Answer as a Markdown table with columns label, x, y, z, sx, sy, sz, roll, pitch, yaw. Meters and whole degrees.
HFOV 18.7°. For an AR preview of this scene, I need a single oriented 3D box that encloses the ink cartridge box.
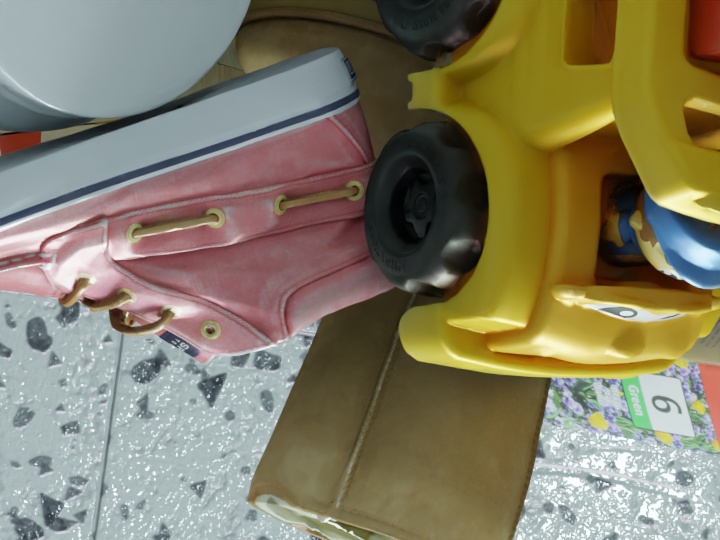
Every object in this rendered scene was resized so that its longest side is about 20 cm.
| label | x | y | z | sx | sy | sz | roll | pitch | yaw |
| --- | --- | --- | --- | --- | --- | --- | --- | --- | --- |
| ink cartridge box | 0.155 | 0.023 | 0.844 | 0.200 | 0.050 | 0.109 | 9 | -141 | 40 |

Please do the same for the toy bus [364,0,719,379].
| label | x | y | z | sx | sy | sz | roll | pitch | yaw |
| --- | --- | --- | --- | --- | --- | --- | --- | --- | --- |
| toy bus | 0.108 | -0.061 | 0.720 | 0.136 | 0.200 | 0.192 | 5 | 178 | -35 |

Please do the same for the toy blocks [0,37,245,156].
| label | x | y | z | sx | sy | sz | roll | pitch | yaw |
| --- | --- | --- | --- | --- | --- | --- | --- | --- | --- |
| toy blocks | -0.112 | -0.081 | 0.924 | 0.137 | 0.200 | 0.100 | -2 | 173 | 36 |

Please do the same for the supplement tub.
| label | x | y | z | sx | sy | sz | roll | pitch | yaw |
| --- | --- | --- | --- | --- | --- | --- | --- | --- | --- |
| supplement tub | -0.143 | -0.128 | 0.803 | 0.145 | 0.145 | 0.200 | 3 | -172 | -40 |

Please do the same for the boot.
| label | x | y | z | sx | sy | sz | roll | pitch | yaw |
| --- | --- | --- | --- | --- | --- | --- | --- | --- | --- |
| boot | 0.000 | 0.000 | 0.836 | 0.175 | 0.200 | 0.066 | 15 | 163 | 20 |

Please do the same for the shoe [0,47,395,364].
| label | x | y | z | sx | sy | sz | roll | pitch | yaw |
| --- | --- | --- | --- | --- | --- | --- | --- | --- | --- |
| shoe | -0.084 | -0.004 | 0.766 | 0.200 | 0.091 | 0.071 | -20 | -170 | -8 |
